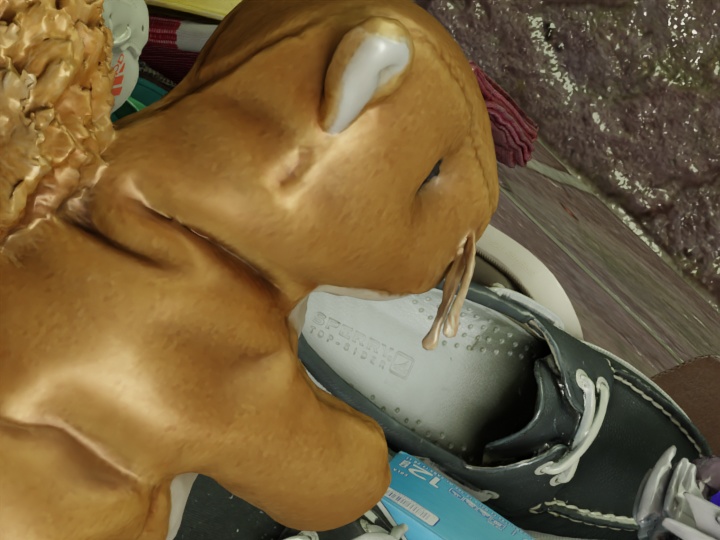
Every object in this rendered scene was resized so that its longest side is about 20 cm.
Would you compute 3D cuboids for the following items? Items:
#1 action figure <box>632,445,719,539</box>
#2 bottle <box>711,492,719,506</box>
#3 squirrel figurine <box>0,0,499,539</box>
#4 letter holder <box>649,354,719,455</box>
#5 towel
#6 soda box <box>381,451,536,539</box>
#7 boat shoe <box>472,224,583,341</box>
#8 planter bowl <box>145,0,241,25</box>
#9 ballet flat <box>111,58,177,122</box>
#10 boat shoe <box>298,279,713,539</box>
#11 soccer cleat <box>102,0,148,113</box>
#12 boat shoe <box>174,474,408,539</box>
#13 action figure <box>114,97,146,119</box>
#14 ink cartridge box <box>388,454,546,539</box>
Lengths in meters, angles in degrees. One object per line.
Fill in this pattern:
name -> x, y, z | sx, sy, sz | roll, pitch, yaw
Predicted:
action figure -> 0.138, 0.110, 0.856 | 0.130, 0.069, 0.200 | 40, -16, 6
bottle -> 0.129, 0.116, 1.143 | 0.083, 0.065, 0.200 | 10, -4, -13
squirrel figurine -> -0.067, -0.011, 0.650 | 0.200, 0.187, 0.142 | 39, 10, -20
letter holder -> 0.215, 0.129, 1.258 | 0.200, 0.142, 0.101 | 53, -17, 47
towel -> -0.030, -0.083, 1.187 | 0.200, 0.023, 0.144 | 10, -7, 17
soda box -> 0.070, 0.141, 0.809 | 0.200, 0.068, 0.064 | 34, 12, 8
boat shoe -> 0.000, 0.000, 1.015 | 0.200, 0.060, 0.072 | 33, -32, 45
planter bowl -> -0.081, -0.142, 1.229 | 0.200, 0.084, 0.200 | 12, -6, 1
ballet flat -> -0.077, -0.051, 1.220 | 0.200, 0.068, 0.075 | 31, -3, -44
boat shoe -> 0.044, 0.045, 0.902 | 0.200, 0.076, 0.060 | 21, -6, -23
soccer cleat -> -0.099, -0.078, 0.831 | 0.078, 0.069, 0.200 | 57, 9, -10
boat shoe -> -0.012, 0.099, 0.745 | 0.199, 0.074, 0.068 | 53, -4, 10
action figure -> -0.077, -0.021, 1.040 | 0.118, 0.055, 0.200 | 58, -1, 6
ink cartridge box -> 0.058, 0.123, 0.960 | 0.146, 0.048, 0.200 | 54, 28, 18
